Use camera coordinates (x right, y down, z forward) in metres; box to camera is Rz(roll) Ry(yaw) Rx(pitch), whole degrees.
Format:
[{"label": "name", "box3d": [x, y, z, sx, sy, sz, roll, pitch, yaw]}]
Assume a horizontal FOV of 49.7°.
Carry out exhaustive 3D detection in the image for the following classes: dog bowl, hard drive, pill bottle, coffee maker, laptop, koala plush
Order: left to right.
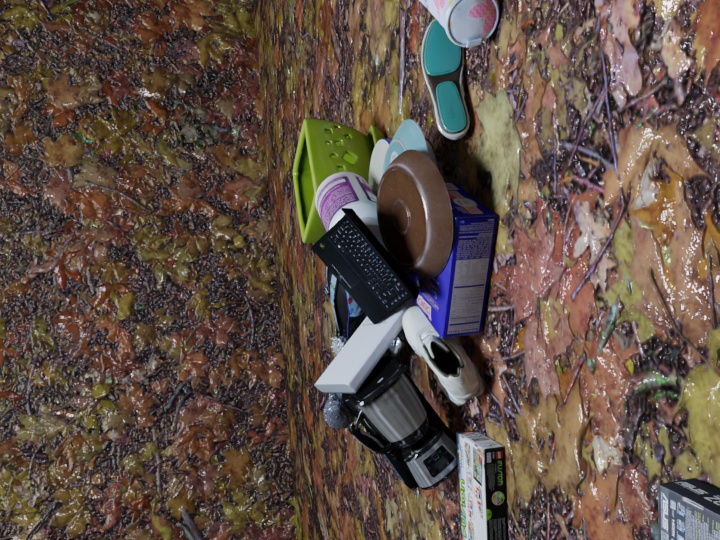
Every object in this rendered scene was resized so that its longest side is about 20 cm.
[{"label": "pill bottle", "box3d": [-0.011, -0.092, 1.411, 0.200, 0.112, 0.112, -115, 26, -56]}, {"label": "laptop", "box3d": [0.000, 0.000, 1.251, 0.177, 0.103, 0.200, 51, 134, 1]}, {"label": "koala plush", "box3d": [0.009, 0.196, 1.584, 0.200, 0.177, 0.184, 94, 171, -47]}, {"label": "hard drive", "box3d": [0.012, 0.128, 1.352, 0.027, 0.200, 0.132, 46, 155, -15]}, {"label": "dog bowl", "box3d": [0.078, -0.145, 1.438, 0.200, 0.079, 0.200, 177, 90, -75]}, {"label": "coffee maker", "box3d": [0.073, 0.253, 1.328, 0.200, 0.135, 0.192, 55, -170, -11]}]

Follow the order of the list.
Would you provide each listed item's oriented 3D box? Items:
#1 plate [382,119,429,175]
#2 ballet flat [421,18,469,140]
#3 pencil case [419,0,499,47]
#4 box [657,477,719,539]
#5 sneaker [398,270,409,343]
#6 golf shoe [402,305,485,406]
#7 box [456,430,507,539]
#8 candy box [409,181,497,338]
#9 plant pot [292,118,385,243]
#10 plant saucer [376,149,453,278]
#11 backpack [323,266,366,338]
[{"label": "plate", "box3d": [0.068, -0.147, 1.279, 0.200, 0.026, 0.201, 177, 90, -74]}, {"label": "ballet flat", "box3d": [0.135, -0.299, 1.237, 0.069, 0.069, 0.200, 141, 124, -72]}, {"label": "pencil case", "box3d": [0.135, -0.407, 1.157, 0.200, 0.083, 0.091, -112, 25, -50]}, {"label": "box", "box3d": [0.322, 0.301, 0.666, 0.161, 0.049, 0.200, -168, 75, -77]}, {"label": "sneaker", "box3d": [0.082, 0.051, 1.470, 0.114, 0.076, 0.200, 122, 137, -55]}, {"label": "golf shoe", "box3d": [0.124, 0.116, 1.234, 0.200, 0.078, 0.097, 52, 179, 38]}, {"label": "box", "box3d": [0.188, 0.360, 1.210, 0.110, 0.035, 0.200, -171, 79, -75]}, {"label": "candy box", "box3d": [0.140, -0.020, 1.232, 0.169, 0.077, 0.200, -124, 35, -61]}, {"label": "plant pot", "box3d": [-0.036, -0.191, 1.660, 0.199, 0.181, 0.200, 112, 150, -60]}, {"label": "plant saucer", "box3d": [0.074, -0.083, 1.193, 0.200, 0.034, 0.201, 38, 134, 54]}, {"label": "backpack", "box3d": [-0.004, 0.024, 1.624, 0.200, 0.134, 0.183, 89, 170, -45]}]
